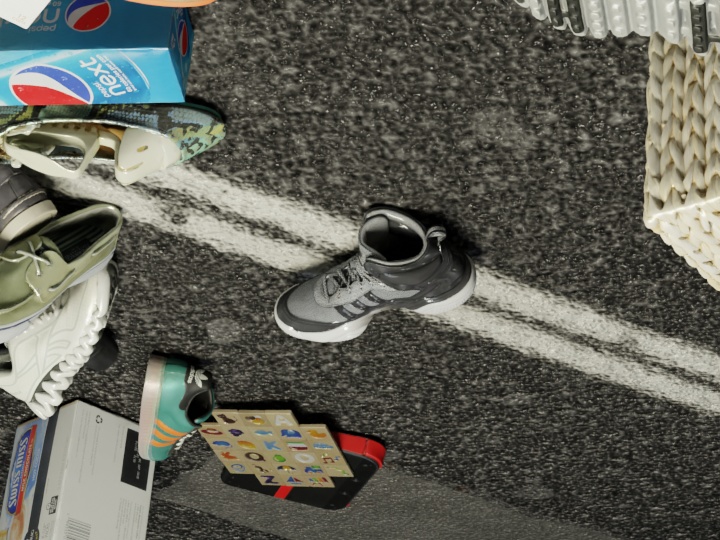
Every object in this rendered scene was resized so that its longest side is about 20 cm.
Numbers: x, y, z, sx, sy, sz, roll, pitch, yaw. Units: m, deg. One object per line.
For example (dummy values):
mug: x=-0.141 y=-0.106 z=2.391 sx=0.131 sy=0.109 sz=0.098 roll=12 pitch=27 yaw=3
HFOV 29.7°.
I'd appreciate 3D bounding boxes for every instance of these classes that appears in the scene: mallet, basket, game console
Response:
mallet: x=-0.348 y=0.091 z=1.470 sx=0.198 sy=0.042 sz=0.066 roll=-14 pitch=143 yaw=33
basket: x=0.307 y=-0.095 z=0.939 sx=0.160 sy=0.202 sz=0.198 roll=-14 pitch=146 yaw=37
game console: x=-0.073 y=0.244 z=1.714 sx=0.175 sy=0.031 sz=0.200 roll=16 pitch=147 yaw=-10

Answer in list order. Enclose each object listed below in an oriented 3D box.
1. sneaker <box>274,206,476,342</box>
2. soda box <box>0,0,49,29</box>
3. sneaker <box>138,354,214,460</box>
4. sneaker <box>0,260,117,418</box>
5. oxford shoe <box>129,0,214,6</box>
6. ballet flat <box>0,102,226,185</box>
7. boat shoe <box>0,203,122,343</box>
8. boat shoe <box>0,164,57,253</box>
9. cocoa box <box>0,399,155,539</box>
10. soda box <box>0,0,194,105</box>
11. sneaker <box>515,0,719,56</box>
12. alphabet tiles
sneaker: x=0.000 y=0.000 z=1.246 sx=0.198 sy=0.076 sz=0.114 roll=-13 pitch=146 yaw=15
soda box: x=-0.286 y=-0.237 z=0.875 sx=0.198 sy=0.064 sz=0.068 roll=24 pitch=144 yaw=-30
sneaker: x=-0.208 y=0.166 z=1.544 sx=0.079 sy=0.072 sz=0.201 roll=10 pitch=148 yaw=-4
sneaker: x=-0.301 y=0.061 z=1.331 sx=0.080 sy=0.076 sz=0.201 roll=29 pitch=122 yaw=-14
oxford shoe: x=-0.166 y=-0.233 z=0.868 sx=0.198 sy=0.072 sz=0.072 roll=21 pitch=140 yaw=-27
ballet flat: x=-0.209 y=-0.101 z=1.095 sx=0.197 sy=0.075 sz=0.075 roll=4 pitch=150 yaw=-2
boat shoe: x=-0.284 y=-0.005 z=1.183 sx=0.072 sy=0.200 sz=0.062 roll=39 pitch=130 yaw=6
boat shoe: x=-0.339 y=-0.040 z=1.242 sx=0.063 sy=0.072 sz=0.199 roll=56 pitch=142 yaw=-2
cocoa box: x=-0.340 y=0.280 z=1.622 sx=0.130 sy=0.202 sz=0.133 roll=-22 pitch=142 yaw=38
soda box: x=-0.226 y=-0.165 z=0.987 sx=0.197 sy=0.069 sz=0.064 roll=-1 pitch=149 yaw=6
sneaker: x=0.181 y=-0.199 z=0.895 sx=0.198 sy=0.082 sz=0.075 roll=16 pitch=158 yaw=17
alphabet tiles: x=-0.103 y=0.217 z=1.646 sx=0.164 sy=0.006 sz=0.201 roll=-1 pitch=147 yaw=17
